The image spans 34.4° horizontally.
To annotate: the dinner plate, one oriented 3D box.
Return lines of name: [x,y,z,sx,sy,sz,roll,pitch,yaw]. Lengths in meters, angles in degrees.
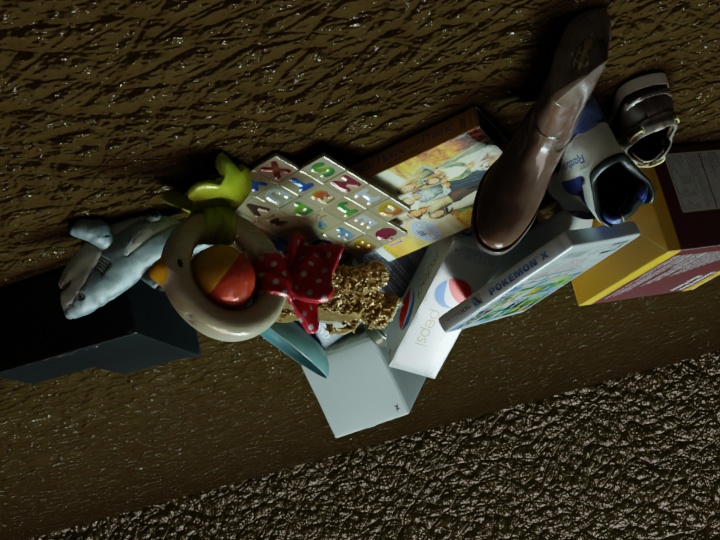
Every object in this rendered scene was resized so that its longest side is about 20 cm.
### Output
dinner plate: [0.212,0.001,1.421,0.199,0.024,0.201,-31,156,-15]

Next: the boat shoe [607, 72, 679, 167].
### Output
boat shoe: [0.303,-0.145,1.250,0.071,0.060,0.200,-16,164,2]

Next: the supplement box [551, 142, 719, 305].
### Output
supplement box: [0.390,-0.059,1.484,0.197,0.135,0.197,-6,162,-26]

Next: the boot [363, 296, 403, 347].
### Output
boot: [0.117,0.026,1.488,0.200,0.073,0.181,-42,165,27]

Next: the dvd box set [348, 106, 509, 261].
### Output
dvd box set: [0.072,-0.085,1.221,0.198,0.030,0.146,-22,142,26]

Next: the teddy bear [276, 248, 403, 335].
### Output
teddy bear: [-0.035,0.023,1.292,0.198,0.068,0.144,16,154,-40]

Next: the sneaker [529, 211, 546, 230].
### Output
sneaker: [0.203,-0.056,1.483,0.087,0.073,0.201,-48,161,-19]

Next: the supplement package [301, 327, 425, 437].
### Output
supplement package: [0.017,0.126,1.649,0.120,0.121,0.200,-21,-167,21]

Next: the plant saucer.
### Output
plant saucer: [-0.113,0.062,1.418,0.028,0.199,0.200,-53,167,-10]

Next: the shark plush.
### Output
shark plush: [-0.213,-0.009,1.198,0.197,0.085,0.091,-10,163,-17]

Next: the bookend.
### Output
bookend: [-0.316,0.069,1.355,0.196,0.094,0.200,-16,165,11]

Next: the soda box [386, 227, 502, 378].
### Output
soda box: [0.094,0.028,1.354,0.063,0.069,0.202,16,126,-14]

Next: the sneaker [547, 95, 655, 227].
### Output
sneaker: [0.254,-0.086,1.235,0.080,0.116,0.200,-30,153,1]

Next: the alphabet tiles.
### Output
alphabet tiles: [-0.051,-0.059,1.207,0.165,0.006,0.199,-26,142,35]

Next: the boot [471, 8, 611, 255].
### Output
boot: [0.164,-0.122,1.052,0.063,0.188,0.200,24,165,2]

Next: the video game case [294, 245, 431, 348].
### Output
video game case: [0.000,0.000,1.354,0.199,0.019,0.143,-34,137,10]

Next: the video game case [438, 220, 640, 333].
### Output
video game case: [0.201,0.005,1.289,0.182,0.022,0.199,-37,166,31]

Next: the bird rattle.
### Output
bird rattle: [-0.120,0.000,1.119,0.112,0.201,0.164,-24,-158,47]

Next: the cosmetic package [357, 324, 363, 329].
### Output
cosmetic package: [-0.028,0.021,1.488,0.102,0.074,0.200,-10,164,-17]

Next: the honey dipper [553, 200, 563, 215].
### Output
honey dipper: [0.241,-0.067,1.411,0.037,0.038,0.201,-13,149,-6]
